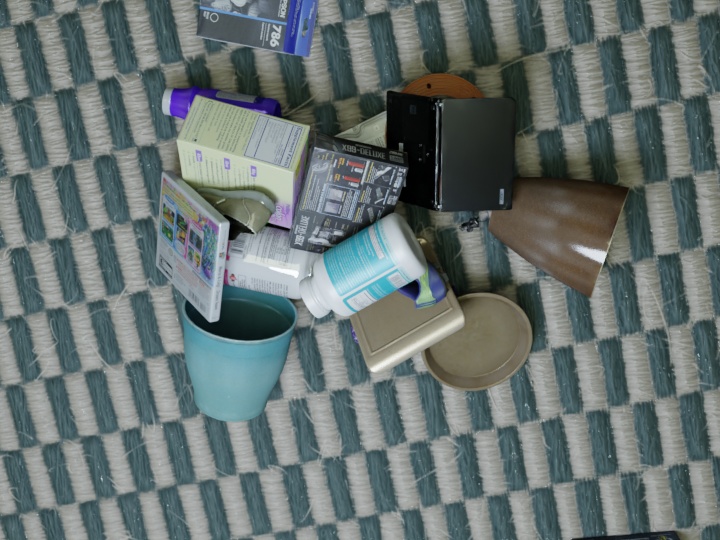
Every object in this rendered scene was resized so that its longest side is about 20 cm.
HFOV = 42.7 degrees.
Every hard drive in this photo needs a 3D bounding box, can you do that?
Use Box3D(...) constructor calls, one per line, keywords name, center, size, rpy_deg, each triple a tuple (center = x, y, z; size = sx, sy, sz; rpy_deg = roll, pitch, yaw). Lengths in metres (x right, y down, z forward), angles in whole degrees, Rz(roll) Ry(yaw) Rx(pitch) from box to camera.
Box3D(name="hard drive", center=(0.011, -0.183, 1.591), size=(0.197, 0.038, 0.142), rpy_deg=(-24, 98, 9))

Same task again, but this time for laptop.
Box3D(name="laptop", center=(0.140, -0.194, 1.478), size=(0.102, 0.199, 0.180), rpy_deg=(-15, 113, -37))

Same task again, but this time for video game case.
Box3D(name="video game case", center=(-0.283, -0.042, 1.531), size=(0.199, 0.023, 0.185), rpy_deg=(39, 128, 41))

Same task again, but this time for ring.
Box3D(name="ring", center=(0.135, -0.229, 1.555), size=(0.197, 0.019, 0.204), rpy_deg=(-1, 96, -12))

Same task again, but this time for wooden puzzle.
Box3D(name="wooden puzzle", center=(0.070, 0.060, 1.577), size=(0.183, 0.202, 0.037), rpy_deg=(-30, 141, 8))

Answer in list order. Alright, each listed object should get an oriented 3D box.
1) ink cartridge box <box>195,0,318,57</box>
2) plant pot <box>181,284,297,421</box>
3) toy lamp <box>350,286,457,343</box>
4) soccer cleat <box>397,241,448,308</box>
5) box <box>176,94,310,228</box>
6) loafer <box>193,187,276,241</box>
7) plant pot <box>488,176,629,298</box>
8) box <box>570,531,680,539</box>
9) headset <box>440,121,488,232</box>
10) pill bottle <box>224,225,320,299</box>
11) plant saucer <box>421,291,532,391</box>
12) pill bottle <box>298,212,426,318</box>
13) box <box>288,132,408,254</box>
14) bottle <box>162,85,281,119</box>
Box3D(name="ink cartridge box", center=(-0.175, -0.429, 1.562), size=(0.196, 0.039, 0.101), rpy_deg=(10, 101, 3))
Box3D(name="plant pot", center=(-0.218, 0.149, 1.607), size=(0.196, 0.201, 0.191), rpy_deg=(12, 117, 3))
Box3D(name="toy lamp", center=(0.080, 0.083, 1.625), size=(0.197, 0.058, 0.059), rpy_deg=(-16, 99, 8))
Box3D(name="soccer cleat", center=(0.069, -0.012, 1.551), size=(0.083, 0.200, 0.065), rpy_deg=(-27, 140, -17))
Box3D(name="box", center=(-0.191, -0.178, 1.532), size=(0.197, 0.177, 0.098), rpy_deg=(16, 62, 3))
Box3D(name="loafer", center=(-0.230, -0.091, 1.522), size=(0.198, 0.075, 0.071), rpy_deg=(-1, 58, 39))
Box3D(name="plant pot", center=(0.319, -0.077, 1.523), size=(0.197, 0.187, 0.190), rpy_deg=(20, 102, 14))
Box3D(name="box", center=(0.487, 0.567, 1.679), size=(0.196, 0.051, 0.161), rpy_deg=(-6, 101, 6))
Box3D(name="headset", center=(0.184, -0.170, 1.539), size=(0.121, 0.094, 0.204), rpy_deg=(-1, 81, -8))
Box3D(name="pill bottle", center=(-0.141, -0.014, 1.598), size=(0.196, 0.113, 0.115), rpy_deg=(12, 102, 3))
Box3D(name="plant saucer", center=(0.201, 0.121, 1.606), size=(0.196, 0.030, 0.203), rpy_deg=(-2, 119, -3))
Box3D(name="pill bottle", center=(0.000, 0.000, 1.485), size=(0.198, 0.111, 0.112), rpy_deg=(-29, 97, 14))
Box3D(name="box", center=(-0.022, -0.113, 1.503), size=(0.155, 0.050, 0.202), rpy_deg=(10, 127, -10))
Box3D(name="bottle", center=(-0.238, -0.274, 1.573), size=(0.196, 0.084, 0.066), rpy_deg=(10, 102, 3))
